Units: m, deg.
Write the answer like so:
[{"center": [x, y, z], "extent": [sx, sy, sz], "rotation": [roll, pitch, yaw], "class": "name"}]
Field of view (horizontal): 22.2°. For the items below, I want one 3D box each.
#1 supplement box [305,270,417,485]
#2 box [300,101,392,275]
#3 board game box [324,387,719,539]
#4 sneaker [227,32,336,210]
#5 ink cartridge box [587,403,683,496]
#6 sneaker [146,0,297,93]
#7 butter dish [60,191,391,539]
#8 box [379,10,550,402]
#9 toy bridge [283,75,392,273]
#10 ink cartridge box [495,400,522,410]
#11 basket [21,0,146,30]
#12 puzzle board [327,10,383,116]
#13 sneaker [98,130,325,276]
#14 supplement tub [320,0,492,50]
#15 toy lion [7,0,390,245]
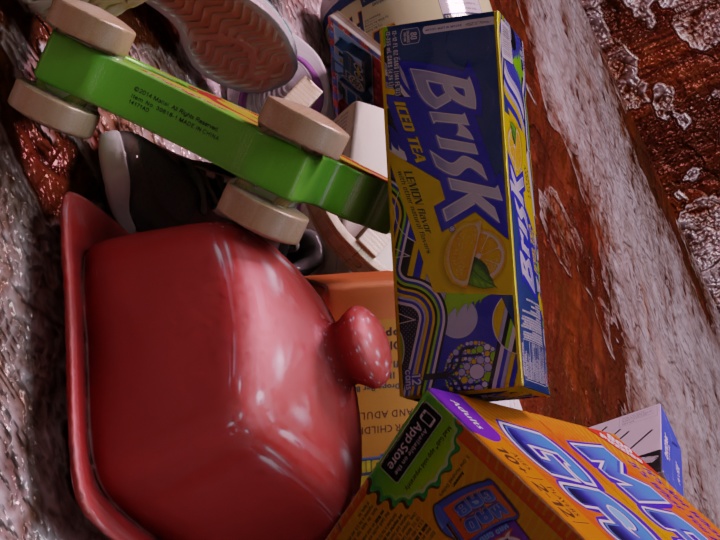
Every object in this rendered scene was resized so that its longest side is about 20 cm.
[{"center": [0.001, 0.103, 1.070], "extent": [0.069, 0.066, 0.201], "rotation": [-165, -108, -68], "class": "supplement box"}, {"center": [0.000, 0.000, 1.179], "extent": [0.068, 0.082, 0.201], "rotation": [16, 65, -21], "class": "box"}, {"center": [0.096, 0.211, 0.954], "extent": [0.200, 0.201, 0.199], "rotation": [43, 15, 36], "class": "board game box"}, {"center": [-0.044, -0.073, 1.302], "extent": [0.100, 0.074, 0.201], "rotation": [93, -21, -72], "class": "sneaker"}, {"center": [0.125, 0.163, 1.282], "extent": [0.044, 0.199, 0.094], "rotation": [63, 18, -19], "class": "ink cartridge box"}, {"center": [-0.106, -0.197, 1.208], "extent": [0.200, 0.071, 0.080], "rotation": [44, 31, -45], "class": "sneaker"}, {"center": [-0.054, 0.060, 0.947], "extent": [0.199, 0.147, 0.201], "rotation": [47, 28, -49], "class": "butter dish"}, {"center": [0.055, -0.031, 0.980], "extent": [0.064, 0.070, 0.201], "rotation": [28, 57, -70], "class": "box"}, {"center": [0.014, -0.027, 1.132], "extent": [0.200, 0.027, 0.067], "rotation": [45, 56, -6], "class": "toy bridge"}, {"center": [0.094, 0.111, 1.538], "extent": [0.163, 0.050, 0.201], "rotation": [-87, 160, -54], "class": "ink cartridge box"}, {"center": [-0.147, -0.243, 1.024], "extent": [0.124, 0.135, 0.201], "rotation": [52, 25, -35], "class": "basket"}, {"center": [0.034, -0.079, 1.290], "extent": [0.151, 0.017, 0.200], "rotation": [41, -19, 20], "class": "puzzle board"}, {"center": [-0.083, -0.040, 1.084], "extent": [0.200, 0.082, 0.077], "rotation": [37, 36, -60], "class": "sneaker"}, {"center": [0.057, -0.155, 1.546], "extent": [0.145, 0.144, 0.201], "rotation": [20, 51, -68], "class": "supplement tub"}, {"center": [-0.071, -0.074, 1.007], "extent": [0.199, 0.069, 0.192], "rotation": [26, 6, 7], "class": "toy lion"}]
